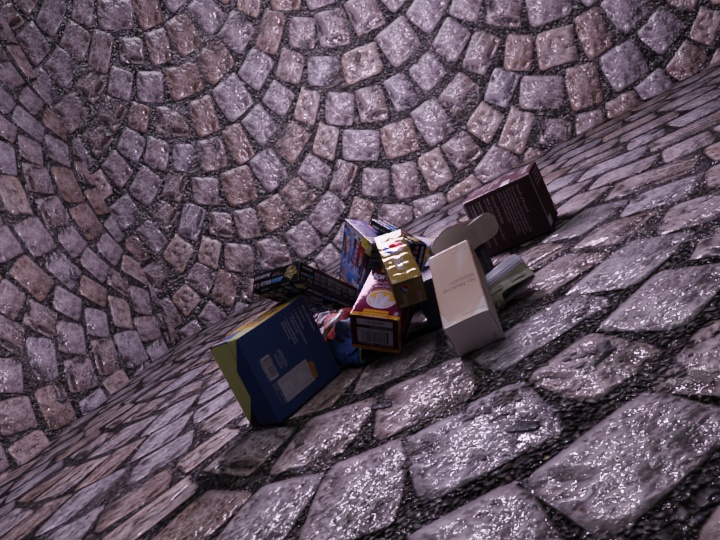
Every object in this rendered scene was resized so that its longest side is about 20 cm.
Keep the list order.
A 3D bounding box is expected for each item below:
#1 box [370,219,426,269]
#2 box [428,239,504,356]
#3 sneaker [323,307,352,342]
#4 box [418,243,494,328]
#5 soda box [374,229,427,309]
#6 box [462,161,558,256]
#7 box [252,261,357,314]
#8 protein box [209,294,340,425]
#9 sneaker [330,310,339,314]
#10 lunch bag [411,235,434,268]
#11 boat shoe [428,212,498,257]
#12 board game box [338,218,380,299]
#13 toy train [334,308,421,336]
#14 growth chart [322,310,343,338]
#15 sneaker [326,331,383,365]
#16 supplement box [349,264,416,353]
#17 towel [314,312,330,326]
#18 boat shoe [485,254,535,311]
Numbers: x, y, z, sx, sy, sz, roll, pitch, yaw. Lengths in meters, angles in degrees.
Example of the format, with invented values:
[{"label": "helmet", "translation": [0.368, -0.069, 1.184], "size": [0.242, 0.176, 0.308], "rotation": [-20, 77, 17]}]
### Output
[{"label": "box", "translation": [0.077, -0.022, 1.507], "size": [0.045, 0.163, 0.199], "rotation": [2, 19, -31]}, {"label": "box", "translation": [0.192, 0.047, 1.121], "size": [0.093, 0.078, 0.202], "rotation": [-26, 35, 15]}, {"label": "sneaker", "translation": [-0.042, 0.151, 1.592], "size": [0.200, 0.072, 0.089], "rotation": [-39, 32, 54]}, {"label": "box", "translation": [0.217, 0.024, 1.363], "size": [0.146, 0.109, 0.200], "rotation": [-24, 9, 23]}, {"label": "soda box", "translation": [0.084, -0.007, 1.297], "size": [0.066, 0.065, 0.202], "rotation": [-17, 33, 0]}, {"label": "box", "translation": [0.413, -0.168, 1.661], "size": [0.197, 0.167, 0.166], "rotation": [-24, 9, 28]}, {"label": "box", "translation": [-0.127, 0.046, 1.402], "size": [0.156, 0.047, 0.198], "rotation": [-14, -28, 39]}, {"label": "protein box", "translation": [-0.186, 0.198, 1.346], "size": [0.133, 0.202, 0.199], "rotation": [-19, 11, 48]}, {"label": "sneaker", "translation": [-0.029, 0.124, 1.755], "size": [0.198, 0.071, 0.076], "rotation": [-17, -30, -54]}, {"label": "lunch bag", "translation": [0.199, -0.017, 1.604], "size": [0.194, 0.131, 0.170], "rotation": [5, 12, 9]}, {"label": "boat shoe", "translation": [0.214, -0.067, 1.305], "size": [0.197, 0.073, 0.059], "rotation": [-28, 2, -33]}, {"label": "board game box", "translation": [0.000, 0.000, 1.500], "size": [0.060, 0.205, 0.200], "rotation": [4, 19, -22]}, {"label": "toy train", "translation": [0.035, 0.116, 1.412], "size": [0.114, 0.087, 0.198], "rotation": [-12, -6, -44]}, {"label": "growth chart", "translation": [-0.099, 0.178, 1.510], "size": [0.145, 0.018, 0.201], "rotation": [-53, -4, -42]}, {"label": "sneaker", "translation": [-0.018, 0.180, 1.360], "size": [0.197, 0.067, 0.079], "rotation": [-22, 16, 32]}, {"label": "supplement box", "translation": [0.055, 0.079, 1.317], "size": [0.107, 0.088, 0.201], "rotation": [6, 32, 15]}, {"label": "towel", "translation": [-0.159, 0.164, 1.736], "size": [0.166, 0.085, 0.200], "rotation": [-48, 1, 18]}, {"label": "boat shoe", "translation": [0.262, 0.049, 1.203], "size": [0.199, 0.072, 0.062], "rotation": [-42, 54, -7]}]
